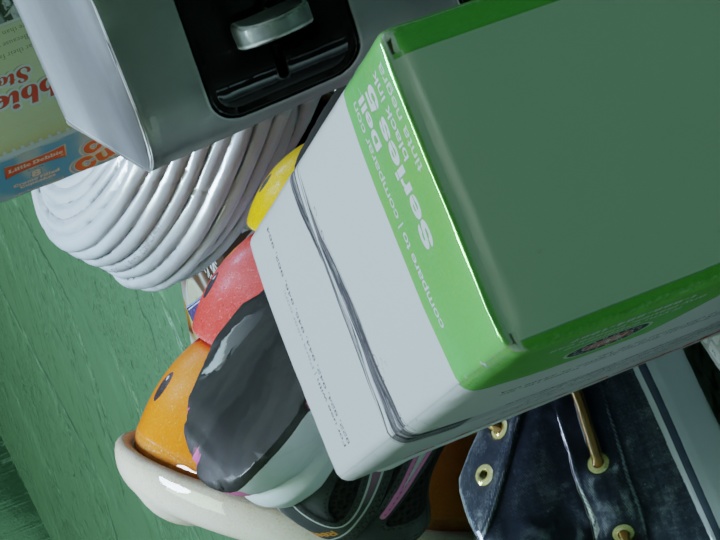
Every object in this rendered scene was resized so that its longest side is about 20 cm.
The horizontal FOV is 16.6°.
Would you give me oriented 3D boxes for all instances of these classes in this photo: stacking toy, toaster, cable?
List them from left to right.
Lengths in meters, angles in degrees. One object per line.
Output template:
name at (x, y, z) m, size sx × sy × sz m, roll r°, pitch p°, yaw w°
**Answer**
cable at (-0.080, -0.091, 1.053) m, size 0.200 × 0.069 × 0.200 m, roll -64°, pitch 26°, yaw 20°
toaster at (-0.028, -0.124, 0.783) m, size 0.200 × 0.181 × 0.119 m, roll 28°, pitch 139°, yaw 68°
stacking toy at (0.000, 0.000, 0.891) m, size 0.146 × 0.146 × 0.200 m, roll -157°, pitch 79°, yaw -71°

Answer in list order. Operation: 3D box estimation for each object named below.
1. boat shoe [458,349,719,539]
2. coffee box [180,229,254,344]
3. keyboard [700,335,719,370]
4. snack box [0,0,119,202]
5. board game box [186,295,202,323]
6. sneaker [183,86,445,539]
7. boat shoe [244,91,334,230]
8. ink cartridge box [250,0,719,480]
boat shoe at (0.064, 0.040, 0.837) m, size 0.071 × 0.091 × 0.201 m, roll 67°, pitch 178°, yaw -76°
coffee box at (-0.037, 0.025, 1.244) m, size 0.200 × 0.080 × 0.114 m, roll 85°, pitch 158°, yaw -49°
keyboard at (0.103, -0.015, 0.802) m, size 0.056 × 0.011 × 0.200 m, roll 89°, pitch 156°, yaw -54°
snack box at (-0.072, -0.113, 0.924) m, size 0.037 × 0.200 × 0.116 m, roll 100°, pitch 146°, yaw -67°
board game box at (0.016, 0.033, 0.980) m, size 0.200 × 0.034 × 0.136 m, roll -36°, pitch 75°, yaw 49°
sneaker at (0.020, 0.001, 0.802) m, size 0.086 × 0.200 × 0.080 m, roll 41°, pitch 162°, yaw -33°
boat shoe at (-0.019, -0.054, 1.095) m, size 0.200 × 0.076 × 0.072 m, roll 27°, pitch 134°, yaw 56°
ink cartridge box at (0.063, -0.019, 0.655) m, size 0.200 × 0.145 × 0.084 m, roll 133°, pitch 115°, yaw -72°
